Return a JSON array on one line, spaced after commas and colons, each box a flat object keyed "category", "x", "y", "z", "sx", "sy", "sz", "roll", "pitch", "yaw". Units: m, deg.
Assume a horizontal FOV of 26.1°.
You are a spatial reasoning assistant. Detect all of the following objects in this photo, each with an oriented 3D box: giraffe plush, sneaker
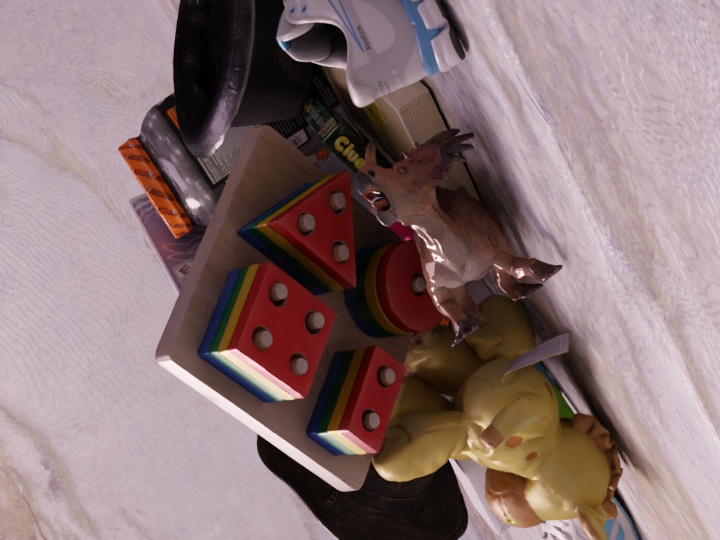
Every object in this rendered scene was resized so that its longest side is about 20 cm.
[{"category": "giraffe plush", "x": 0.126, "y": 0.130, "z": 1.204, "sx": 0.199, "sy": 0.173, "sz": 0.162, "roll": -13, "pitch": 128, "yaw": 47}, {"category": "sneaker", "x": -0.024, "y": -0.175, "z": 0.938, "sx": 0.201, "sy": 0.086, "sz": 0.075, "roll": 54, "pitch": 176, "yaw": 36}, {"category": "sneaker", "x": 0.195, "y": 0.241, "z": 1.374, "sx": 0.201, "sy": 0.081, "sz": 0.076, "roll": 57, "pitch": 164, "yaw": -25}]

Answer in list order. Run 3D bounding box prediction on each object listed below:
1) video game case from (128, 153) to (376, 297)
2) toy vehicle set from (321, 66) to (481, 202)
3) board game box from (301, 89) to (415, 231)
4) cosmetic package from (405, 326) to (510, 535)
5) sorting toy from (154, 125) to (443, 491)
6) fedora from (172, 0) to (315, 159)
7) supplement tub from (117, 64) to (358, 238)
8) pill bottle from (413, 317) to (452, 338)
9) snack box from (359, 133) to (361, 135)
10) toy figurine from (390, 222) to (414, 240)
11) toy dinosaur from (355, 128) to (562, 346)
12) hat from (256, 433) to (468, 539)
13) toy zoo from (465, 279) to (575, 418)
[{"category": "video game case", "x": -0.098, "y": -0.057, "z": 1.423, "sx": 0.183, "sy": 0.198, "sz": 0.023, "roll": 52, "pitch": 165, "yaw": 52}, {"category": "toy vehicle set", "x": 0.019, "y": -0.122, "z": 1.167, "sx": 0.200, "sy": 0.026, "sz": 0.125, "roll": 51, "pitch": 172, "yaw": 50}, {"category": "board game box", "x": 0.000, "y": -0.091, "z": 1.231, "sx": 0.105, "sy": 0.023, "sz": 0.200, "roll": 45, "pitch": -176, "yaw": -17}, {"category": "cosmetic package", "x": 0.109, "y": 0.139, "z": 1.369, "sx": 0.051, "sy": 0.082, "sz": 0.201, "roll": 50, "pitch": 172, "yaw": 52}, {"category": "sorting toy", "x": -0.025, "y": 0.025, "z": 1.136, "sx": 0.069, "sy": 0.201, "sz": 0.200, "roll": -11, "pitch": 139, "yaw": 46}, {"category": "fedora", "x": -0.088, "y": -0.183, "z": 1.261, "sx": 0.200, "sy": 0.090, "sz": 0.204, "roll": -174, "pitch": 90, "yaw": -68}, {"category": "supplement tub", "x": -0.107, "y": -0.123, "z": 1.377, "sx": 0.123, "sy": 0.199, "sz": 0.123, "roll": 56, "pitch": 175, "yaw": 7}, {"category": "pill bottle", "x": 0.062, "y": 0.090, "z": 1.477, "sx": 0.201, "sy": 0.106, "sz": 0.106, "roll": 53, "pitch": 177, "yaw": -28}, {"category": "snack box", "x": 0.035, "y": -0.046, "z": 1.486, "sx": 0.201, "sy": 0.024, "sz": 0.072, "roll": 60, "pitch": 175, "yaw": -30}, {"category": "toy figurine", "x": 0.000, "y": 0.000, "z": 1.282, "sx": 0.182, "sy": 0.151, "sz": 0.201, "roll": 12, "pitch": -149, "yaw": -23}, {"category": "toy dinosaur", "x": 0.061, "y": -0.030, "z": 1.054, "sx": 0.136, "sy": 0.085, "sz": 0.200, "roll": 57, "pitch": 180, "yaw": 6}, {"category": "hat", "x": 0.017, "y": 0.140, "z": 1.294, "sx": 0.199, "sy": 0.081, "sz": 0.202, "roll": 21, "pitch": -148, "yaw": -14}, {"category": "toy zoo", "x": 0.130, "y": 0.075, "z": 1.367, "sx": 0.201, "sy": 0.020, "sz": 0.131, "roll": 56, "pitch": 175, "yaw": 16}]
